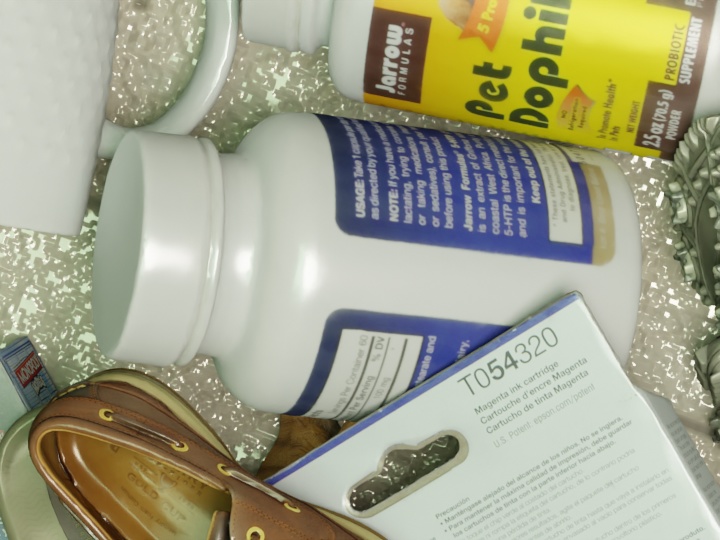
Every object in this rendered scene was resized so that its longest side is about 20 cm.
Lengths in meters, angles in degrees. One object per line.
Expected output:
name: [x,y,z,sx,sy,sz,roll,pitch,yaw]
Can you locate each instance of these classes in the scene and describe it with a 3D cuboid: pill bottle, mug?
pill bottle: [0.057,-0.112,1.193,0.199,0.109,0.110,11,97,4]
mug: [-0.145,-0.109,1.207,0.199,0.148,0.176,10,92,-20]
pill bottle: [0.000,0.000,1.177,0.199,0.120,0.120,7,98,-17]

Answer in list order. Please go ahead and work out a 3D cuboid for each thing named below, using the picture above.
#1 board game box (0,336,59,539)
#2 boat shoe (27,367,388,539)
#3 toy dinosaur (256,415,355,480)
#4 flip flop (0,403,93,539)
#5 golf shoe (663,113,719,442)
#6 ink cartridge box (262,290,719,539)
board game box: [-0.169,0.140,1.268,0.199,0.062,0.201,-15,94,7]
boat shoe: [-0.046,0.114,1.124,0.200,0.068,0.072,36,104,11]
toy dinosaur: [-0.029,0.117,1.251,0.106,0.060,0.201,19,74,4]
flip flop: [-0.089,0.140,1.182,0.081,0.058,0.201,-25,76,-7]
golf shoe: [0.180,0.004,1.184,0.097,0.078,0.201,-20,136,-4]
ink cartridge box: [0.059,0.140,1.151,0.196,0.043,0.201,-31,84,16]
